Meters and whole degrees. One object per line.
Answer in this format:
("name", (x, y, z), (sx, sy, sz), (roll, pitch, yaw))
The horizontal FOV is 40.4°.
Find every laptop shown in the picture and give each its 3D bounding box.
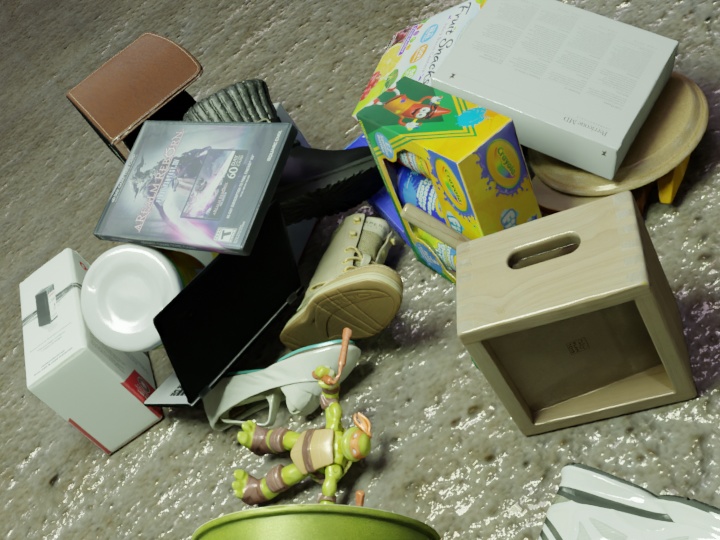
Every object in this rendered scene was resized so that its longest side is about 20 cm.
("laptop", (-0.161, 0.040, 1.044), (0.187, 0.116, 0.199), (-47, 20, -30))

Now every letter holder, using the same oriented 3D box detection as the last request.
("letter holder", (-0.247, -0.193, 1.184), (0.142, 0.101, 0.200), (-42, 39, -8))

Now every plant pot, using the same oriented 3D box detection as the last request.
("plant pot", (-0.035, 0.301, 0.730), (0.198, 0.200, 0.195), (-15, 56, 24))

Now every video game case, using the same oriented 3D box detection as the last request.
("video game case", (-0.170, -0.088, 0.997), (0.198, 0.019, 0.144), (6, 65, 30))

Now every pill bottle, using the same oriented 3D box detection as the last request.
("pill bottle", (-0.224, 0.032, 1.097), (0.109, 0.200, 0.113), (0, 88, 7))

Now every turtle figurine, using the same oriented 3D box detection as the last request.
("turtle figurine", (-0.046, 0.165, 0.939), (0.160, 0.064, 0.203), (-16, 68, 34))

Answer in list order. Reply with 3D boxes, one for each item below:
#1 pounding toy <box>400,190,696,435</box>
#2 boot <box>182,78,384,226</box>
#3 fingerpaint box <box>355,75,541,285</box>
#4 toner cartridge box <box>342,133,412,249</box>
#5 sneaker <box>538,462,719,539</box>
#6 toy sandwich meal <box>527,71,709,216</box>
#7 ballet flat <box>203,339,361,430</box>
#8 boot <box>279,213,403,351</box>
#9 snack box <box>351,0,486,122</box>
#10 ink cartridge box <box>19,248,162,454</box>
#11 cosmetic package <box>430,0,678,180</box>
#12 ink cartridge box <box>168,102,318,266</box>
("pounding toy", (0.157, 0.024, 0.840), (0.198, 0.185, 0.143), (-17, 43, 22))
("boot", (-0.077, -0.139, 1.085), (0.209, 0.080, 0.159), (-17, 69, -27))
("fingerpaint box", (0.096, -0.069, 0.956), (0.073, 0.201, 0.166), (-37, 39, -15))
("toner cartridge box", (0.051, -0.107, 1.153), (0.095, 0.043, 0.200), (-37, 40, -2))
("sneaker", (0.211, 0.223, 0.712), (0.199, 0.076, 0.116), (9, 66, 50))
("toy sandwich meal", (0.263, -0.125, 1.003), (0.203, 0.071, 0.207), (-18, 42, 17))
("ballet flat", (-0.082, 0.127, 1.019), (0.198, 0.070, 0.070), (-18, 43, 28))
("boot", (0.000, 0.000, 1.027), (0.200, 0.072, 0.157), (-38, 21, 55))
("snack box", (0.092, -0.238, 1.134), (0.199, 0.053, 0.143), (-10, 49, 50))
("ink cartridge box", (-0.320, 0.091, 1.153), (0.083, 0.145, 0.201), (-33, 39, 4))
("cosmetic package", (0.190, -0.192, 0.970), (0.198, 0.052, 0.151), (26, 62, 21))
("ink cartridge box", (-0.165, -0.096, 1.220), (0.198, 0.145, 0.147), (-5, 49, 34))
